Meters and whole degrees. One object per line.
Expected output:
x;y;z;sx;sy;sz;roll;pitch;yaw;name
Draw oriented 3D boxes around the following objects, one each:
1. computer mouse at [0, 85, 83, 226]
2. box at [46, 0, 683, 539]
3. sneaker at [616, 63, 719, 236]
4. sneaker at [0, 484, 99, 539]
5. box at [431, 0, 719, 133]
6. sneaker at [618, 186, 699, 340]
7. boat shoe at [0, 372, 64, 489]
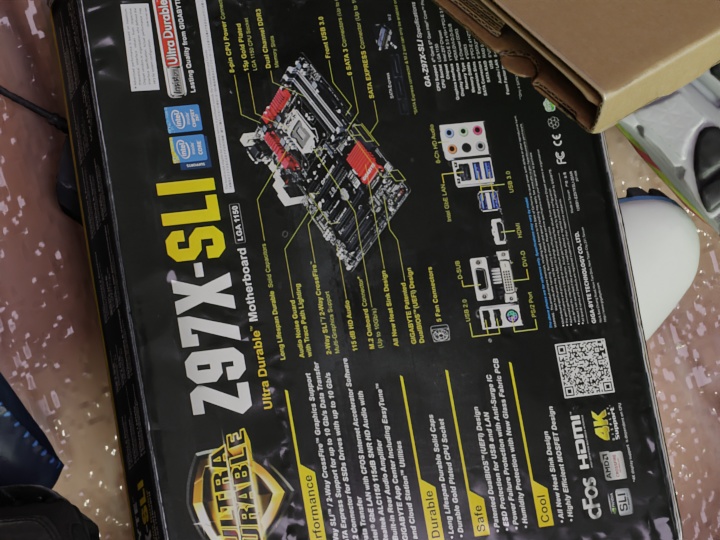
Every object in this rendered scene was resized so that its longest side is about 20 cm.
-0.093;-0.050;0.910;0.199;0.034;0.059;30;79;-22;computer mouse
0.000;0.000;0.888;0.159;0.049;0.201;-7;78;-17;box
0.105;-0.071;0.987;0.078;0.090;0.201;-34;85;6;sneaker
-0.120;0.092;0.834;0.090;0.199;0.067;-35;139;-39;sneaker
0.086;-0.134;0.925;0.199;0.021;0.163;-30;59;-32;box
0.039;0.050;0.945;0.200;0.072;0.072;-38;138;-15;sneaker
-0.146;-0.014;0.857;0.069;0.084;0.200;-43;110;-11;boat shoe
